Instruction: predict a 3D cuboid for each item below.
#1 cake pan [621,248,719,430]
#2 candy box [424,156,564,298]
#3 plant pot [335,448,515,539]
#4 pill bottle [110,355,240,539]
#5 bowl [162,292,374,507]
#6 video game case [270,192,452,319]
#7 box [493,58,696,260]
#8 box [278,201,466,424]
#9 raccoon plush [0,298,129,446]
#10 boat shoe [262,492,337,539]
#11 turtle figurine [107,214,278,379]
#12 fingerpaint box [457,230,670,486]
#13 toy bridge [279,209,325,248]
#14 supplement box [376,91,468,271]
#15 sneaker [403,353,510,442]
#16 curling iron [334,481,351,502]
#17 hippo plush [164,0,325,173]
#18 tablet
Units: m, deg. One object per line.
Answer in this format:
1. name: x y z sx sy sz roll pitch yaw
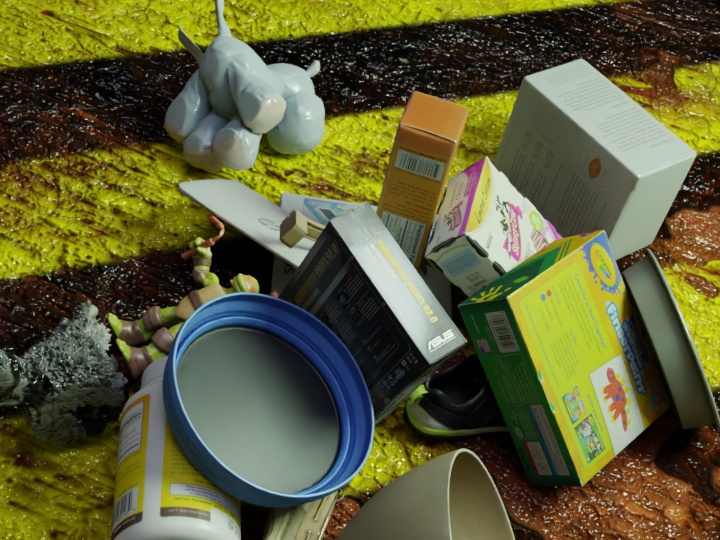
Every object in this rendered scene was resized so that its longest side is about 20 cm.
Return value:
1. cake pan: 0.318 0.076 1.227 0.037 0.200 0.200 -21 47 9
2. candy box: 0.167 -0.006 1.275 0.200 0.061 0.136 42 40 -21
3. plant pot: 0.047 0.262 0.980 0.134 0.200 0.200 -18 42 17
4. pill bottle: -0.160 0.174 1.045 0.109 0.109 0.200 5 45 -10
5. bowl: -0.081 0.114 1.039 0.200 0.039 0.201 22 47 -25
6. video game case: 0.003 -0.009 1.332 0.200 0.022 0.182 8 45 -7
7. box: 0.276 -0.131 1.433 0.106 0.152 0.200 -22 55 -32
8. box: 0.000 0.052 1.117 0.048 0.200 0.158 -27 76 -32
9. raccoon plush: -0.286 0.066 1.081 0.097 0.200 0.134 -31 52 3
10. boat shoe: -0.057 0.258 1.015 0.064 0.071 0.200 12 43 -2
11. turtle figurine: -0.167 0.037 1.182 0.161 0.064 0.200 -25 50 -6
12. fingerpaint box: 0.205 0.086 1.175 0.167 0.073 0.200 -31 103 -38
13. toy bridge: 0.000 0.000 1.230 0.200 0.027 0.067 36 23 -23
14. supplement box: 0.057 -0.087 1.266 0.069 0.200 0.067 19 44 2
15. sneaker: 0.137 0.121 1.194 0.200 0.083 0.072 -12 51 -25
16. curling iron: -0.051 0.141 1.166 0.049 0.026 0.200 -4 47 -15
17. hippo plush: -0.133 -0.199 1.431 0.161 0.159 0.200 7 52 -53
18. tablet: -0.090 -0.046 1.279 0.200 0.014 0.130 32 17 18
